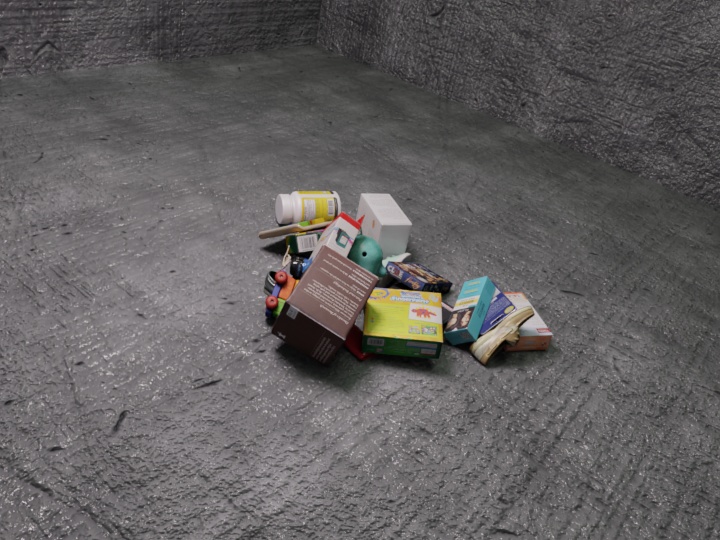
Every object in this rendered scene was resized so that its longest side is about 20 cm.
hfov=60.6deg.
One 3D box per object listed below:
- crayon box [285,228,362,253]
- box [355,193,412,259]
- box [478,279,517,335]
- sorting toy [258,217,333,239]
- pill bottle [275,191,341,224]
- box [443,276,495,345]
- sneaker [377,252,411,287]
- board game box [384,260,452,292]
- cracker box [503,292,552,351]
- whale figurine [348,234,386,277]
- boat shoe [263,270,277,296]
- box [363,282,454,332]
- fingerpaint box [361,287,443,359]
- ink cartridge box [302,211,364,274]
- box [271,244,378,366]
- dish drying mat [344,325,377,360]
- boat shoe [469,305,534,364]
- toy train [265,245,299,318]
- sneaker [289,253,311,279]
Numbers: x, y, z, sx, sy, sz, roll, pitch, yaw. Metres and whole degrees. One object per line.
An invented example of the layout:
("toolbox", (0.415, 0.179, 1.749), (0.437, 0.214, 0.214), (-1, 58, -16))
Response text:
("crayon box", (-0.110, -0.091, 1.836), (0.198, 0.059, 0.172), (-9, 3, -16))
("box", (0.067, -0.133, 1.967), (0.105, 0.154, 0.201), (-2, 35, -22))
("box", (0.353, 0.107, 1.704), (0.032, 0.121, 0.200), (50, 6, -22))
("sorting toy", (-0.183, -0.131, 1.872), (0.184, 0.037, 0.199), (-8, 2, 38))
("pill bottle", (-0.173, -0.204, 2.035), (0.198, 0.115, 0.115), (-3, 35, -22))
("box", (0.299, 0.108, 1.681), (0.082, 0.049, 0.201), (-18, 31, 43))
("sneaker", (0.069, -0.023, 1.874), (0.117, 0.074, 0.200), (26, 34, 26))
("board game box", (0.172, 0.020, 1.809), (0.135, 0.035, 0.199), (31, 15, 27))
("cracker box", (0.437, 0.143, 1.754), (0.132, 0.058, 0.201), (0, 33, -15))
("whale figurine", (0.000, 0.000, 1.714), (0.157, 0.203, 0.104), (6, -10, -11))
("boat shoe", (-0.180, 0.061, 1.669), (0.199, 0.062, 0.073), (25, 35, 24))
("box", (0.143, 0.116, 1.710), (0.199, 0.050, 0.198), (34, 39, 29))
("fingerpaint box", (0.106, 0.132, 1.573), (0.197, 0.074, 0.168), (5, 44, 0))
("ink cartridge box", (-0.069, -0.072, 1.636), (0.067, 0.116, 0.201), (34, 53, -14))
("box", (-0.086, 0.084, 1.489), (0.163, 0.166, 0.201), (32, 54, -1))
("dish drying mat", (-0.032, 0.162, 1.607), (0.076, 0.018, 0.200), (-17, 42, -36))
("boat shoe", (0.383, 0.172, 1.619), (0.067, 0.199, 0.074), (53, 4, 25))
("toy train", (-0.169, 0.040, 1.618), (0.115, 0.085, 0.202), (20, 70, -2))
("sneaker", (-0.144, 0.014, 1.739), (0.110, 0.077, 0.200), (7, 28, -20))
